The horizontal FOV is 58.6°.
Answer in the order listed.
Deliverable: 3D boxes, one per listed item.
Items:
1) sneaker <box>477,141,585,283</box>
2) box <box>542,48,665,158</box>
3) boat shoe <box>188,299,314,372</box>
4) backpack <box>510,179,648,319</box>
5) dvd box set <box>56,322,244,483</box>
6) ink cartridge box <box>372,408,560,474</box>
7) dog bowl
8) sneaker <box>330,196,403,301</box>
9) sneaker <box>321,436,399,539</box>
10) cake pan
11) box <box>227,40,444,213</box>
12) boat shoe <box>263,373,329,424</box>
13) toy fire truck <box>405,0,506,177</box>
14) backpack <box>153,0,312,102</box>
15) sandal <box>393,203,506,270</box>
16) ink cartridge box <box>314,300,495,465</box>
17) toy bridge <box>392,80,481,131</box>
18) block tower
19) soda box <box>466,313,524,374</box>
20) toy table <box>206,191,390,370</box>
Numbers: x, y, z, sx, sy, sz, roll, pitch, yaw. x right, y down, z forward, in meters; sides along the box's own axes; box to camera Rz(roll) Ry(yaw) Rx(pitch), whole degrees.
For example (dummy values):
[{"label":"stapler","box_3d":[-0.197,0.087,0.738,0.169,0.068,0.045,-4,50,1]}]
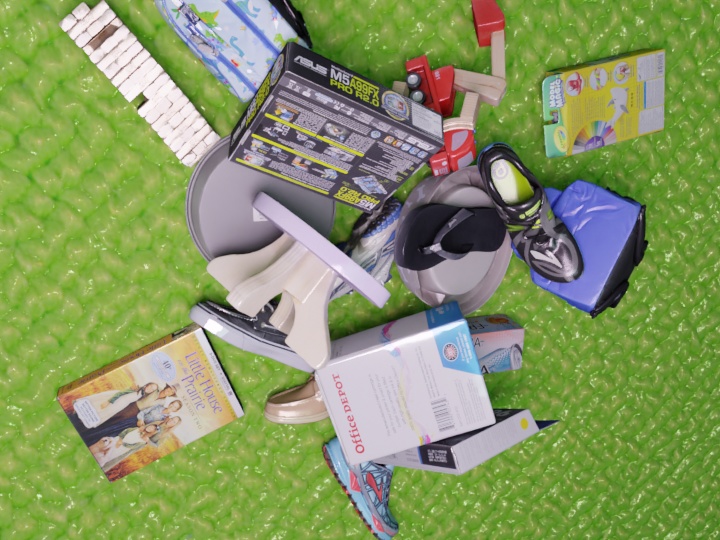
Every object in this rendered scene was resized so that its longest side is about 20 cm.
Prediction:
[{"label":"sneaker","box_3d":[0.205,-0.066,0.791,0.070,0.083,0.202,-32,94,18]},{"label":"box","box_3d":[0.340,-0.237,0.914,0.196,0.048,0.120,-16,112,-16]},{"label":"boat shoe","box_3d":[-0.130,0.071,0.848,0.198,0.072,0.072,26,89,-34]},{"label":"backpack","box_3d":[0.314,-0.037,0.906,0.199,0.167,0.165,13,108,-60]},{"label":"dvd box set","box_3d":[-0.271,0.174,0.847,0.197,0.029,0.149,-25,113,-9]},{"label":"ink cartridge box","box_3d":[0.141,0.225,0.903,0.197,0.196,0.048,-16,88,-35]},{"label":"dog bowl","box_3d":[0.126,-0.043,0.866,0.197,0.058,0.205,-13,110,-38]},{"label":"sneaker","box_3d":[0.000,0.000,0.860,0.200,0.077,0.085,-43,119,-1]},{"label":"sneaker","box_3d":[0.024,0.323,0.970,0.095,0.079,0.202,-32,115,-9]},{"label":"cake pan","box_3d":[-0.121,-0.076,0.813,0.196,0.037,0.205,-6,109,-17]},{"label":"box","box_3d":[-0.029,-0.149,0.721,0.197,0.160,0.045,17,57,-26]},{"label":"boat shoe","box_3d":[-0.045,0.160,0.903,0.196,0.071,0.066,-13,106,-25]},{"label":"toy fire truck","box_3d":[0.129,-0.228,0.799,0.138,0.049,0.204,-15,73,9]},{"label":"backpack","box_3d":[-0.142,-0.282,0.685,0.198,0.164,0.155,24,107,-31]},{"label":"sandal","box_3d":[0.121,-0.047,0.792,0.197,0.042,0.078,-14,111,-37]},{"label":"ink cartridge box","box_3d":[0.055,0.143,0.821,0.196,0.085,0.147,-18,104,5]},{"label":"toy bridge","box_3d":[0.041,-0.191,0.770,0.196,0.027,0.069,13,82,16]},{"label":"block tower","box_3d":[-0.240,-0.207,0.720,0.054,0.058,0.201,-41,116,-1]},{"label":"soda box","box_3d":[0.141,0.115,0.951,0.195,0.064,0.070,-5,109,-17]},{"label":"toy table","box_3d":[-0.077,0.012,0.737,0.118,0.199,0.184,-51,151,-3]}]
